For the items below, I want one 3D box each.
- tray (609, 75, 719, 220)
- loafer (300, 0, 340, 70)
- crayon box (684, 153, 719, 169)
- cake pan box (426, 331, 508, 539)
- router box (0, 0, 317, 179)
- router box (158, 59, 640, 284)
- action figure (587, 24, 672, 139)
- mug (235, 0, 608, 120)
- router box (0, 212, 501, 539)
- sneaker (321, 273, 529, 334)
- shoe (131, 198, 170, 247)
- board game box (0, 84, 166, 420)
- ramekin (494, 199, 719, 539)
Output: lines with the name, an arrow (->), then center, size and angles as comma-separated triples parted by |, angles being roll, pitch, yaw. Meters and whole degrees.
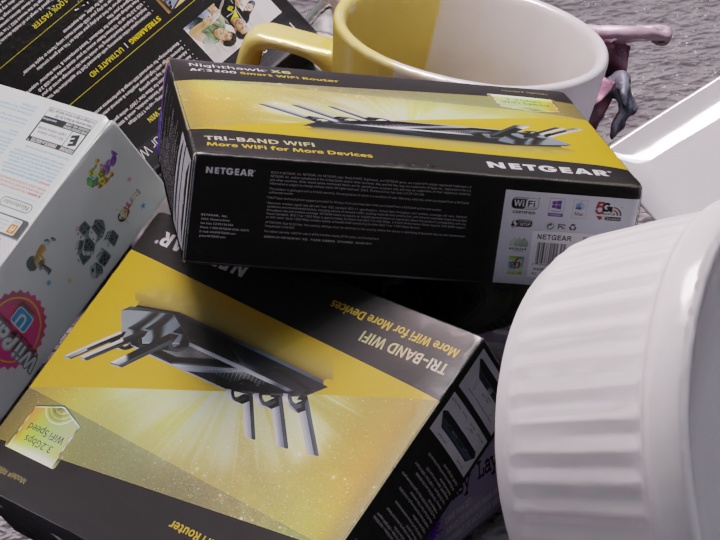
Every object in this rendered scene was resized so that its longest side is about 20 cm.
tray -> 0.213, -0.044, 1.409 | 0.107, 0.022, 0.200 | -31, 32, -2
loafer -> 0.047, -0.096, 1.524 | 0.200, 0.063, 0.072 | 32, 7, 7
crayon box -> 0.310, -0.037, 1.458 | 0.172, 0.058, 0.200 | -15, 24, -28
cake pan box -> -0.015, 0.076, 1.249 | 0.200, 0.052, 0.184 | 11, 24, 32
router box -> -0.147, -0.120, 1.482 | 0.200, 0.149, 0.051 | -41, -8, -12
router box -> 0.012, -0.046, 1.186 | 0.200, 0.052, 0.157 | 4, 19, -11
action figure -> 0.069, -0.138, 1.610 | 0.200, 0.149, 0.134 | 35, 13, 15
mug -> 0.037, -0.070, 1.429 | 0.149, 0.153, 0.187 | -18, 37, -41
router box -> -0.054, 0.074, 1.139 | 0.200, 0.052, 0.157 | 20, 67, 37
sneaker -> -0.013, 0.015, 1.256 | 0.200, 0.066, 0.091 | 4, 29, 22
shoe -> -0.063, -0.042, 1.523 | 0.200, 0.072, 0.091 | -12, 22, -33
board game box -> -0.215, 0.002, 1.310 | 0.148, 0.064, 0.200 | 18, 66, 42
ramekin -> 0.131, 0.070, 1.063 | 0.094, 0.202, 0.202 | -4, 20, 30
